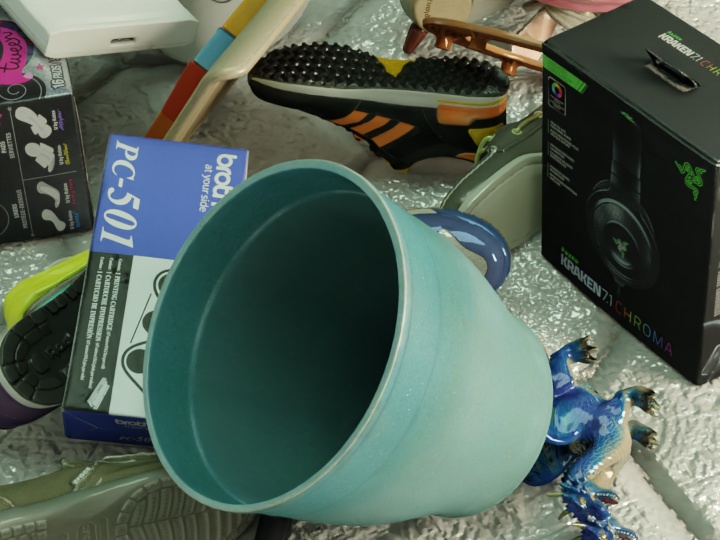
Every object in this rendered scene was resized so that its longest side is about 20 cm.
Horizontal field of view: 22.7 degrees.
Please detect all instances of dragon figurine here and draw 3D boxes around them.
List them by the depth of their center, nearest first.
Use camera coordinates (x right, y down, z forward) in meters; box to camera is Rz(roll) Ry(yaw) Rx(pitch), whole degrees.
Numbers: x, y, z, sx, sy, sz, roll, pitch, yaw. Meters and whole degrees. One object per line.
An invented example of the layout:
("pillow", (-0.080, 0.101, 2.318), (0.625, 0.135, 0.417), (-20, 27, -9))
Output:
("dragon figurine", (0.119, 0.094, 1.122), (0.099, 0.059, 0.200), (-27, 47, -24))

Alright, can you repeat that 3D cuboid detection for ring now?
("ring", (0.140, -0.154, 1.349), (0.199, 0.019, 0.200), (16, 2, -1))

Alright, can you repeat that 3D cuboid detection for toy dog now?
("toy dog", (0.109, -0.214, 1.473), (0.199, 0.097, 0.132), (15, 40, -1))

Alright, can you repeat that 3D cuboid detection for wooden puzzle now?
("wooden puzzle", (-0.108, -0.150, 1.343), (0.037, 0.200, 0.185), (40, 47, -8))

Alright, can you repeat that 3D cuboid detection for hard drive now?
("hard drive", (-0.230, -0.231, 1.365), (0.131, 0.026, 0.200), (-11, 45, -40))

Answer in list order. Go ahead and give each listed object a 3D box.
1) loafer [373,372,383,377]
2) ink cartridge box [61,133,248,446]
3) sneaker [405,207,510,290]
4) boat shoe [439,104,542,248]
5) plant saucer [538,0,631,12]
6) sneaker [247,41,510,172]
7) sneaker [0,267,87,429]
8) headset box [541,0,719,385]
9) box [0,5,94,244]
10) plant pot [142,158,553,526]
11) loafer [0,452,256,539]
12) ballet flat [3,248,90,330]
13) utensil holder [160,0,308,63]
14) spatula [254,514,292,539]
("loafer", (-0.041, 0.057, 1.171), (0.199, 0.071, 0.073), (-12, 42, -8))
("ink cartridge box", (-0.127, 0.011, 1.134), (0.093, 0.044, 0.201), (6, 60, -3))
("sneaker", (0.000, 0.000, 1.211), (0.199, 0.076, 0.088), (0, 13, 15))
("boat shoe", (0.121, -0.075, 1.308), (0.060, 0.072, 0.201), (29, 45, 32))
("plant saucer", (0.168, -0.270, 1.440), (0.199, 0.051, 0.201), (9, 39, -8))
("sneaker", (0.012, -0.113, 1.344), (0.199, 0.090, 0.070), (6, 33, 10))
("sneaker", (-0.179, 0.038, 1.196), (0.200, 0.088, 0.076), (-32, 86, -41))
("headset box", (0.206, -0.060, 1.183), (0.092, 0.201, 0.174), (-25, 46, -23))
("box", (-0.276, -0.130, 1.360), (0.114, 0.133, 0.200), (-11, 41, -9))
("plant pot", (0.009, 0.060, 1.047), (0.199, 0.188, 0.201), (-19, 61, 38))
("loafer", (-0.153, 0.137, 1.073), (0.199, 0.076, 0.070), (-7, 33, -26))
("ballet flat", (-0.163, -0.006, 1.265), (0.199, 0.067, 0.067), (-27, 29, -22))
("utensil holder", (-0.146, -0.289, 1.506), (0.169, 0.171, 0.200), (-18, 45, -15))
("spatula", (-0.060, 0.195, 1.053), (0.056, 0.021, 0.201), (1, 41, 9))
